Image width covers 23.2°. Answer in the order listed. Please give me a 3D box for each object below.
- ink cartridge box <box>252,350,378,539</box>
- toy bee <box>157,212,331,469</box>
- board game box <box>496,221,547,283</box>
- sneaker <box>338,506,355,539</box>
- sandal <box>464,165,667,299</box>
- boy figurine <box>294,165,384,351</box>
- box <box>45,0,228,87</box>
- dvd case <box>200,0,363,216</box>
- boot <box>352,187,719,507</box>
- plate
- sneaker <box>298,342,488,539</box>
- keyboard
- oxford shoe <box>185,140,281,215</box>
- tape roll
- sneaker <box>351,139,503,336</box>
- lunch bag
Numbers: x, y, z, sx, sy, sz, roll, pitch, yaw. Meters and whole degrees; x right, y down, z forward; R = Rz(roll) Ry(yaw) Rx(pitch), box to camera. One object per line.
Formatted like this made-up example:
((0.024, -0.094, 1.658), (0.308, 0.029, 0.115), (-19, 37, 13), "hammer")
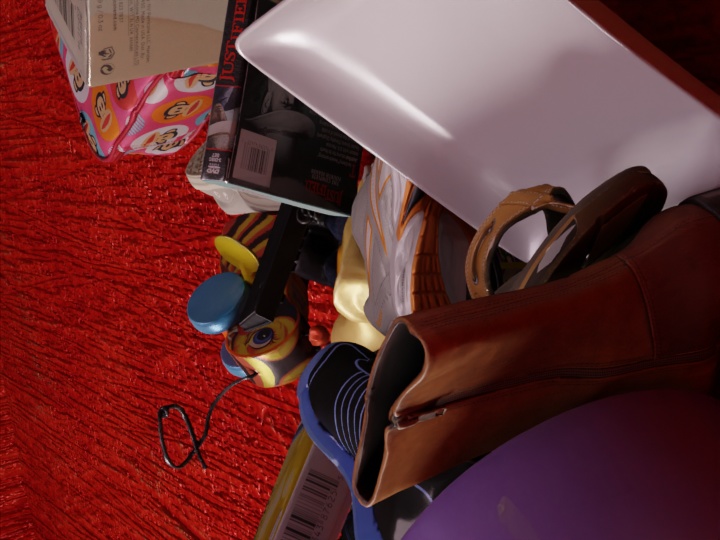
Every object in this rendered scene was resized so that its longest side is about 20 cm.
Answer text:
((-0.033, 0.142, 1.204), (0.200, 0.047, 0.198), (128, 165, -62), "ink cartridge box")
((-0.058, 0.042, 1.206), (0.131, 0.108, 0.201), (37, -132, -56), "toy bee")
((0.095, 0.008, 0.964), (0.120, 0.032, 0.200), (93, 154, -47), "board game box")
((0.032, 0.154, 1.146), (0.200, 0.078, 0.070), (108, 144, -54), "sneaker")
((0.082, -0.010, 0.826), (0.055, 0.082, 0.200), (51, 168, 4), "sandal")
((0.000, 0.000, 1.093), (0.200, 0.064, 0.125), (-126, 47, -75), "boy figurine")
((-0.087, -0.185, 1.079), (0.078, 0.199, 0.095), (97, 152, -43), "box")
((-0.030, -0.138, 0.984), (0.022, 0.146, 0.201), (6, 88, 28), "dvd case")
((0.088, 0.064, 0.766), (0.069, 0.199, 0.189), (51, 148, 28), "boot")
((0.062, -0.088, 0.812), (0.200, 0.199, 0.032), (-27, 32, 59), "plate")
((0.025, 0.082, 0.898), (0.078, 0.070, 0.200), (-57, 28, 18), "sneaker")
((-0.029, -0.060, 1.113), (0.127, 0.021, 0.201), (145, 145, -74), "keyboard")
((-0.064, -0.069, 1.301), (0.058, 0.075, 0.200), (46, 162, -25), "oxford shoe")
((0.110, 0.153, 0.767), (0.085, 0.199, 0.201), (-122, 28, -42), "tape roll")
((0.026, -0.054, 0.952), (0.092, 0.075, 0.201), (0, 86, 58), "sneaker")
((-0.152, -0.188, 1.240), (0.200, 0.082, 0.177), (-41, 63, 55), "lunch bag")
